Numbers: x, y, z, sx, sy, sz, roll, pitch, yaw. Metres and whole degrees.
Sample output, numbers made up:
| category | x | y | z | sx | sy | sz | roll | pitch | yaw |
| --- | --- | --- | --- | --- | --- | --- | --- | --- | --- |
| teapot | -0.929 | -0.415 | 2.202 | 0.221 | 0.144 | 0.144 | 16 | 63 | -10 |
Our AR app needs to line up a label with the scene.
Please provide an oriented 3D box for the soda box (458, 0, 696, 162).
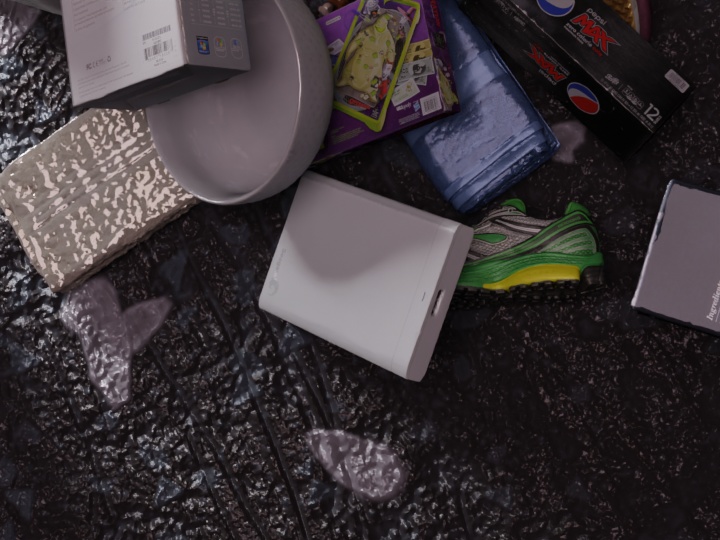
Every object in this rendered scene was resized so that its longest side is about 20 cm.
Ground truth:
| category | x | y | z | sx | sy | sz | roll | pitch | yaw |
| --- | --- | --- | --- | --- | --- | --- | --- | --- | --- |
| soda box | 0.179 | -0.188 | 1.163 | 0.200 | 0.071 | 0.063 | 44 | 71 | 5 |

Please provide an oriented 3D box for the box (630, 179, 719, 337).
| category | x | y | z | sx | sy | sz | roll | pitch | yaw |
| --- | --- | --- | --- | --- | --- | --- | --- | --- | --- |
| box | 0.326 | 0.011 | 1.100 | 0.199 | 0.148 | 0.108 | 17 | 91 | 12 |

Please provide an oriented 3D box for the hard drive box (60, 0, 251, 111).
| category | x | y | z | sx | sy | sz | roll | pitch | yaw |
| --- | --- | --- | --- | --- | --- | --- | --- | --- | --- |
| hard drive box | -0.181 | -0.250 | 1.168 | 0.155 | 0.076 | 0.202 | -10 | 86 | 42 |

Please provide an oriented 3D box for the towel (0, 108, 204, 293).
| category | x | y | z | sx | sy | sz | roll | pitch | yaw |
| --- | --- | --- | --- | --- | --- | --- | --- | --- | --- |
| towel | -0.238 | -0.080 | 1.291 | 0.199 | 0.034 | 0.133 | -31 | 83 | 9 |

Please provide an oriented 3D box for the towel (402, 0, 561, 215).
| category | x | y | z | sx | sy | sz | roll | pitch | yaw |
| --- | --- | --- | --- | --- | --- | --- | --- | --- | --- |
| towel | 0.076 | -0.156 | 1.214 | 0.111 | 0.049 | 0.201 | -35 | 81 | 12 |

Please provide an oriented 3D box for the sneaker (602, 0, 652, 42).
| category | x | y | z | sx | sy | sz | roll | pitch | yaw |
| --- | --- | --- | --- | --- | --- | --- | --- | --- | --- |
| sneaker | 0.220 | -0.283 | 1.173 | 0.090 | 0.075 | 0.201 | -27 | 106 | -27 |

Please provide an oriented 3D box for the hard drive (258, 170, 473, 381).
| category | x | y | z | sx | sy | sz | roll | pitch | yaw |
| --- | --- | --- | --- | --- | --- | --- | --- | --- | --- |
| hard drive | 0.000 | 0.000 | 1.184 | 0.199 | 0.026 | 0.133 | 22 | 94 | 45 |

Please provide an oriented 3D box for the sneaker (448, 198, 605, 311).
| category | x | y | z | sx | sy | sz | roll | pitch | yaw |
| --- | --- | --- | --- | --- | --- | --- | --- | --- | --- |
| sneaker | 0.110 | -0.014 | 1.197 | 0.198 | 0.078 | 0.086 | -4 | 72 | 10 |

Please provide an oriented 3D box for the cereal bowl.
| category | x | y | z | sx | sy | sz | roll | pitch | yaw |
| --- | --- | --- | --- | --- | --- | --- | --- | --- | --- |
| cereal bowl | -0.095 | -0.157 | 1.202 | 0.199 | 0.083 | 0.202 | 2 | 94 | 41 |

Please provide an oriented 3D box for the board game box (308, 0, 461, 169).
| category | x | y | z | sx | sy | sz | roll | pitch | yaw |
| --- | --- | --- | --- | --- | --- | --- | --- | --- | --- |
| board game box | -0.007 | -0.165 | 1.198 | 0.199 | 0.032 | 0.121 | -16 | 87 | 41 |

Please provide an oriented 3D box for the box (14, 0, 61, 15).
| category | x | y | z | sx | sy | sz | roll | pitch | yaw |
| --- | --- | --- | --- | --- | --- | --- | --- | --- | --- |
| box | -0.326 | -0.356 | 1.235 | 0.130 | 0.199 | 0.202 | 18 | 92 | 13 |

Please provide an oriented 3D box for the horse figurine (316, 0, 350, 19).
| category | x | y | z | sx | sy | sz | roll | pitch | yaw |
| --- | --- | --- | --- | --- | --- | --- | --- | --- | --- |
| horse figurine | 0.009 | -0.316 | 1.209 | 0.050 | 0.133 | 0.202 | 15 | 81 | 0 |
